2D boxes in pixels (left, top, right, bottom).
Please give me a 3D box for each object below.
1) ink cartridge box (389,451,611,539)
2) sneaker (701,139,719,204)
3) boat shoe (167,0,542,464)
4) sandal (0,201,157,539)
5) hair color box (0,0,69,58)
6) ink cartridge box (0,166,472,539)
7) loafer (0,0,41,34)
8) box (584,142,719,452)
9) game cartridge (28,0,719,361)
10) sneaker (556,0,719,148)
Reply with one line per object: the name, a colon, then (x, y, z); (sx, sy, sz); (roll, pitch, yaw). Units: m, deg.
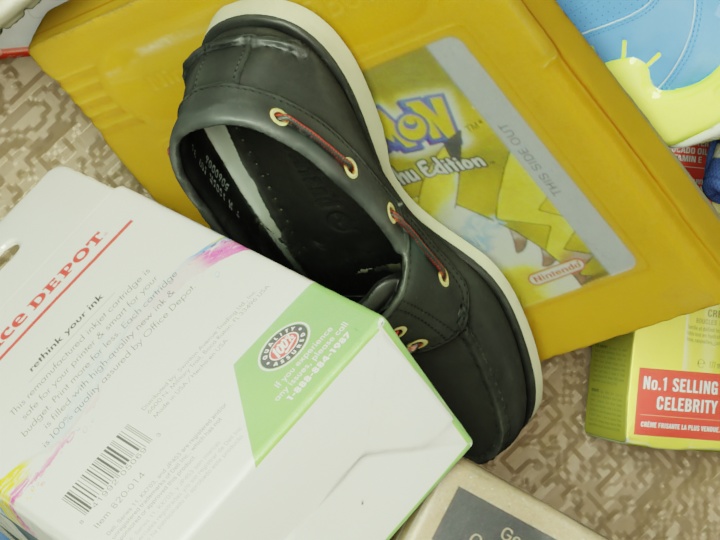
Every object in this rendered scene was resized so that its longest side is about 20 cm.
ink cartridge box: (0.061, 0.123, 1.047); (0.165, 0.200, 0.075); (28, 86, -12)
sneaker: (0.163, -0.062, 1.074); (0.088, 0.075, 0.200); (-20, 96, -13)
boat shoe: (-0.002, 0.000, 1.014); (0.201, 0.074, 0.063); (56, 38, -34)
sandal: (-0.103, 0.076, 1.072); (0.087, 0.079, 0.200); (37, 87, -3)
hair color box: (-0.061, -0.135, 1.085); (0.200, 0.061, 0.102); (-5, 93, -10)
ink cartridge box: (-0.072, 0.047, 0.980); (0.117, 0.200, 0.067); (-47, 128, -13)
loafer: (-0.159, -0.094, 1.003); (0.200, 0.076, 0.067); (-42, 101, 0)
box: (0.134, -0.031, 1.132); (0.075, 0.050, 0.200); (6, 91, -14)
game cartridge: (0.009, -0.041, 1.031); (0.200, 0.176, 0.032); (48, 41, -29)
sneaker: (0.065, -0.084, 1.059); (0.200, 0.076, 0.105); (-20, 111, 34)
